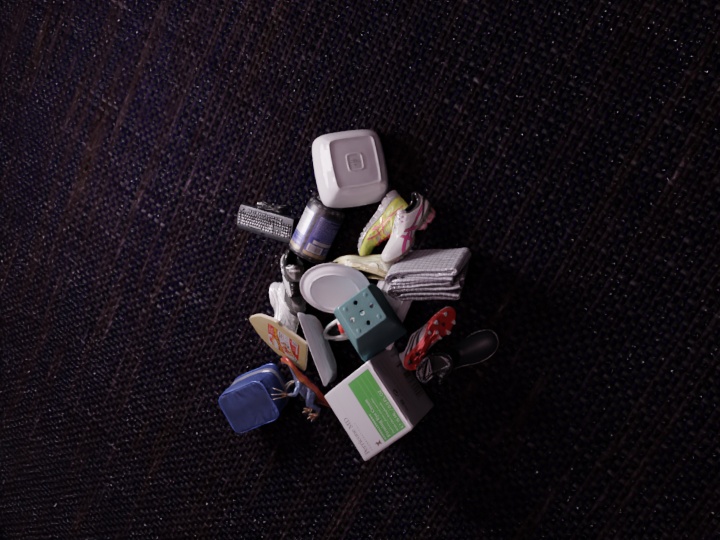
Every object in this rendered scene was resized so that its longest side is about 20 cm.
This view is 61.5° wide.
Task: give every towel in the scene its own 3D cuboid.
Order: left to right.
[{"bbox_3d":[0.175,0.009,1.524,0.195,0.166,0.088,-3,110,22],"label":"towel"}]

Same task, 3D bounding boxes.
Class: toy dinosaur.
[{"bbox_3d":[-0.158,0.323,1.719,0.195,0.105,0.186,-12,106,-10],"label":"toy dinosaur"}]

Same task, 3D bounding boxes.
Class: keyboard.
[{"bbox_3d":[-0.286,-0.154,1.787,0.196,0.039,0.107,16,100,21],"label":"keyboard"}]

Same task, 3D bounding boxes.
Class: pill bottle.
[{"bbox_3d":[-0.111,-0.132,1.672,0.111,0.111,0.203,32,104,18],"label":"pill bottle"}]

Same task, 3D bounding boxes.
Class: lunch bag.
[{"bbox_3d":[-0.310,0.373,1.777,0.197,0.132,0.138,-23,100,22],"label":"lunch bag"}]

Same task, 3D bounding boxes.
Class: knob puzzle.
[{"bbox_3d":[-0.222,0.179,1.672,0.217,0.222,0.031,28,59,20],"label":"knob puzzle"}]

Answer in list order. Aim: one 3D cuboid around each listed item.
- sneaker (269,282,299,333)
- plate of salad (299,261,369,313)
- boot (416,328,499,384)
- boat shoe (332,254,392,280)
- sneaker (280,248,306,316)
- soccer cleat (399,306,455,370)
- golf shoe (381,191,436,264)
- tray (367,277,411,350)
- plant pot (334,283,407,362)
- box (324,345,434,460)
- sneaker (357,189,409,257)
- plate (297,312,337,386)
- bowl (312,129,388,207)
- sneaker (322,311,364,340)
[{"bbox_3d":[-0.202,0.128,1.747,0.097,0.078,0.205,-11,89,20],"label":"sneaker"},{"bbox_3d":[-0.067,0.045,1.648,0.195,0.049,0.203,3,136,3],"label":"plate of salad"},{"bbox_3d":[0.245,0.217,1.505,0.197,0.167,0.078,-27,82,21],"label":"boot"},{"bbox_3d":[0.002,0.001,1.639,0.196,0.073,0.065,-2,64,27],"label":"boat shoe"},{"bbox_3d":[-0.187,0.026,1.695,0.065,0.091,0.205,-4,67,-15],"label":"sneaker"},{"bbox_3d":[0.173,0.172,1.591,0.068,0.085,0.202,36,91,-25],"label":"soccer cleat"},{"bbox_3d":[0.107,-0.109,1.550,0.201,0.092,0.072,-54,28,-17],"label":"golf shoe"},{"bbox_3d":[0.073,0.098,1.612,0.105,0.022,0.204,23,82,12],"label":"tray"},{"bbox_3d":[0.016,0.121,1.501,0.140,0.200,0.143,-34,74,0],"label":"plant pot"},{"bbox_3d":[0.052,0.340,1.579,0.171,0.199,0.201,-39,79,22],"label":"box"},{"bbox_3d":[0.065,-0.109,1.618,0.090,0.078,0.202,36,107,11],"label":"sneaker"},{"bbox_3d":[-0.109,0.208,1.652,0.032,0.200,0.204,-21,83,3],"label":"plate"},{"bbox_3d":[-0.019,-0.275,1.591,0.195,0.075,0.205,-9,86,-15],"label":"bowl"},{"bbox_3d":[-0.015,0.153,1.655,0.196,0.093,0.072,-17,86,23],"label":"sneaker"}]
